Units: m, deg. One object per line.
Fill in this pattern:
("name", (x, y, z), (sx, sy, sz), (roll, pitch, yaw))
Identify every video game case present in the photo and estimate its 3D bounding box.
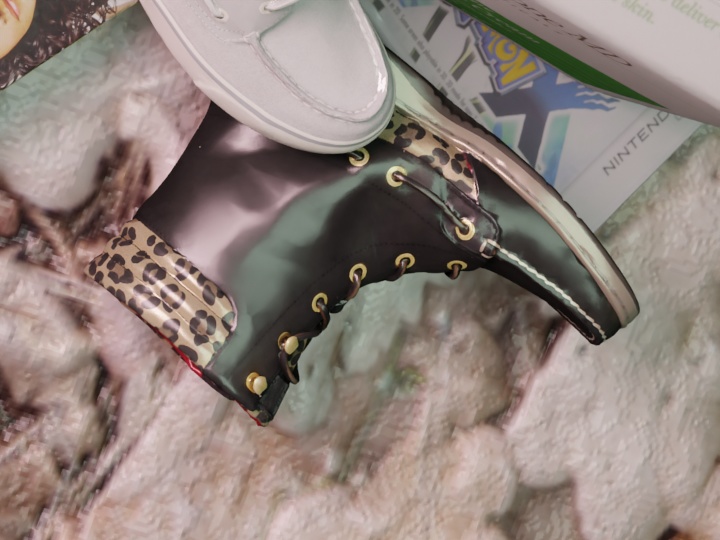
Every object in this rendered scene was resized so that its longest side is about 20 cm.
("video game case", (0.089, -0.132, 1.234), (0.182, 0.022, 0.200), (-44, 116, -12))

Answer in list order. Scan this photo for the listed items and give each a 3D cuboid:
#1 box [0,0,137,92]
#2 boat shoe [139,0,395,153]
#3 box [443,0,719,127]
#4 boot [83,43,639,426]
("box", (-0.187, -0.081, 1.090), (0.200, 0.050, 0.076), (-37, 114, -15))
("boat shoe", (-0.047, -0.125, 1.085), (0.072, 0.068, 0.200), (-43, 110, -23))
("box", (0.104, -0.185, 1.120), (0.198, 0.171, 0.201), (27, 88, -29))
("boot", (0.000, 0.000, 1.173), (0.200, 0.073, 0.151), (40, 84, -9))
